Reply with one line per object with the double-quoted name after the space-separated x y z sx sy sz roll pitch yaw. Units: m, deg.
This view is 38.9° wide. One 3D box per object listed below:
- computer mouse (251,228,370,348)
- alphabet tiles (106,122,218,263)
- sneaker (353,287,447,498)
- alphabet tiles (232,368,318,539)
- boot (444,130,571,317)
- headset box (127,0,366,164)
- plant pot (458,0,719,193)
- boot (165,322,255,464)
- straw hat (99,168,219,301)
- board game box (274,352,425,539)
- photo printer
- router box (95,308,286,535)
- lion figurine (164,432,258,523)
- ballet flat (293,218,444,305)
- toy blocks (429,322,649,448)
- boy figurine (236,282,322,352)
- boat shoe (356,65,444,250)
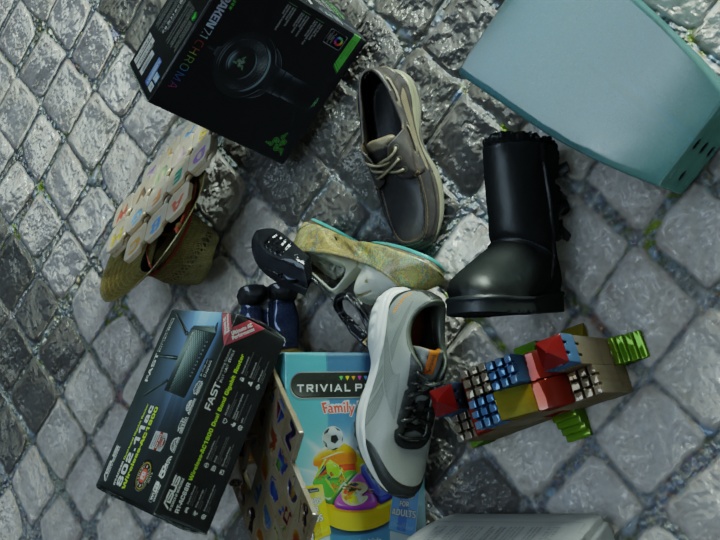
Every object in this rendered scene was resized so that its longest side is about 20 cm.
-0.052 0.022 1.060 0.200 0.034 0.059 39 142 31 "computer mouse"
-0.237 -0.103 1.221 0.200 0.015 0.197 -39 31 26 "alphabet tiles"
0.045 0.114 0.968 0.079 0.073 0.203 -8 76 54 "sneaker"
-0.084 0.198 0.971 0.200 0.007 0.169 -123 43 -50 "alphabet tiles"
0.131 -0.042 0.905 0.073 0.197 0.165 -3 89 32 "boot"
-0.117 -0.234 1.107 0.175 0.199 0.093 -52 43 18 "headset box"
0.222 -0.165 0.889 0.200 0.141 0.142 42 109 24 "plant pot"
-0.170 0.133 1.166 0.200 0.070 0.146 11 101 44 "boot"
-0.216 -0.025 1.209 0.201 0.085 0.202 -38 32 29 "straw hat"
-0.012 0.183 1.002 0.047 0.149 0.203 -16 74 63 "board game box"
0.107 0.275 0.900 0.198 0.166 0.070 -10 99 34 "photo printer"
-0.167 0.139 0.988 0.149 0.062 0.202 -2 62 56 "router box"
-0.172 0.192 1.079 0.200 0.072 0.123 -46 37 25 "lion figurine"
0.000 0.000 1.064 0.199 0.070 0.072 20 96 40 "ballet flat"
0.144 0.107 0.908 0.199 0.136 0.101 -26 70 31 "toy blocks"
-0.101 0.117 1.107 0.123 0.065 0.202 -2 71 -7 "boy figurine"
0.030 -0.118 1.056 0.074 0.073 0.202 -23 71 32 "boat shoe"
